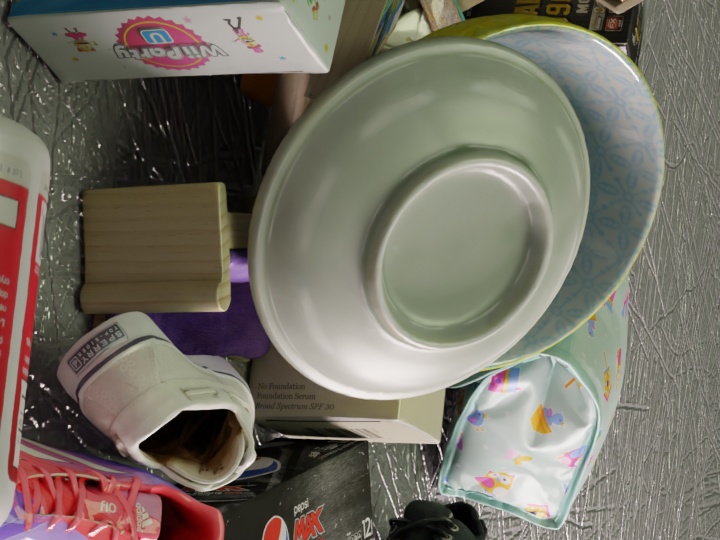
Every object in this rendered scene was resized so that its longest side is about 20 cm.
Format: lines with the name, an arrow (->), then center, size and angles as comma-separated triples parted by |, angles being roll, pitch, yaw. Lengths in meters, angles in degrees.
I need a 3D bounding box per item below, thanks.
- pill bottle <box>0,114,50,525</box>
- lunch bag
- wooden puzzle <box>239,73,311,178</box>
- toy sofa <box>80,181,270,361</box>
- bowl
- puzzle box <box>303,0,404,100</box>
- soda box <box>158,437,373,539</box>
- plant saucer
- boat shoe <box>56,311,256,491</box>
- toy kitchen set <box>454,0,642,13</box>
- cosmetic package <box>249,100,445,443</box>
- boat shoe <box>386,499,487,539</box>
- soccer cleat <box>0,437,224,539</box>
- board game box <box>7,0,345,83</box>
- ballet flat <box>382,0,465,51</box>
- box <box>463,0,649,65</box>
pill bottle -> -0.184, 0.040, 0.768 | 0.112, 0.112, 0.200 | 29, 64, -64
lunch bag -> 0.132, 0.058, 1.438 | 0.200, 0.122, 0.171 | 98, 10, -49
wooden puzzle -> -0.023, -0.166, 1.135 | 0.185, 0.046, 0.200 | 109, 2, -68
toy sofa -> -0.066, 0.005, 1.078 | 0.200, 0.083, 0.098 | 0, 88, -67
bowl -> 0.055, -0.056, 1.102 | 0.200, 0.108, 0.201 | -13, 120, -25
puzzle box -> 0.017, -0.173, 1.077 | 0.200, 0.025, 0.133 | -67, 177, -68
soda box -> -0.059, 0.144, 1.114 | 0.200, 0.063, 0.071 | -16, 104, -66
plant saucer -> 0.042, -0.017, 1.016 | 0.200, 0.050, 0.201 | -13, 120, -25
boat shoe -> -0.086, 0.079, 0.993 | 0.070, 0.071, 0.200 | 51, -3, 19
toy kitchen set -> 0.128, -0.280, 1.312 | 0.200, 0.163, 0.181 | -29, 128, -12
cosmetic package -> 0.000, 0.000, 1.206 | 0.071, 0.105, 0.200 | 35, 56, -62
boat shoe -> 0.046, 0.187, 1.345 | 0.199, 0.074, 0.066 | 5, 83, -67
soccer cleat -> -0.135, 0.111, 0.926 | 0.200, 0.073, 0.068 | 27, 65, -64
board game box -> -0.074, -0.193, 0.982 | 0.064, 0.147, 0.200 | 52, 42, -56
ballet flat -> 0.015, -0.189, 1.311 | 0.067, 0.068, 0.200 | -49, 131, -29
box -> 0.132, -0.226, 1.441 | 0.048, 0.158, 0.200 | 70, 30, -53
